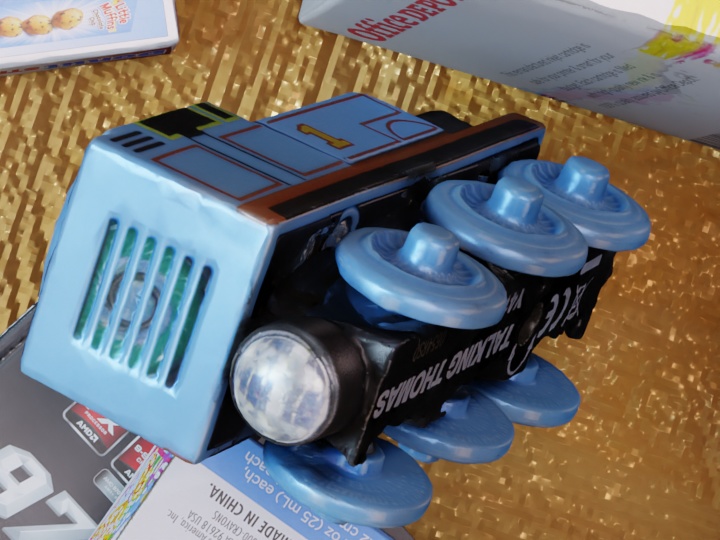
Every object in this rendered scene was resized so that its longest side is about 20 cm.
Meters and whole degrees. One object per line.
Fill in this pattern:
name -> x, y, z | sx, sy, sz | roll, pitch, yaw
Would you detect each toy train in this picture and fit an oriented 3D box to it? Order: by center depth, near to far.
toy train -> 0.000, 0.000, 0.811 | 0.114, 0.200, 0.087 | 28, 112, 18

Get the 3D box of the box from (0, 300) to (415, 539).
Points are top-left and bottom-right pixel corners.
box -> -0.059, 0.113, 0.858 | 0.159, 0.046, 0.200 | -43, 96, -10

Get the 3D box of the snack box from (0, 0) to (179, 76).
snack box -> -0.103, -0.159, 0.874 | 0.072, 0.024, 0.200 | -8, 89, -11

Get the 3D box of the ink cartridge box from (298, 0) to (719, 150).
ink cartridge box -> 0.104, -0.119, 0.852 | 0.200, 0.147, 0.146 | 15, 85, -11

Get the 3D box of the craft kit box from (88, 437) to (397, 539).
craft kit box -> -0.022, 0.172, 0.819 | 0.200, 0.049, 0.198 | 37, 80, -10
